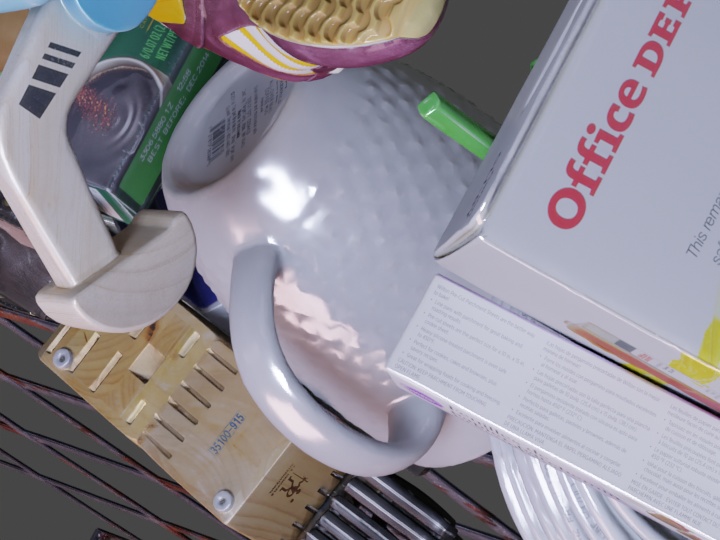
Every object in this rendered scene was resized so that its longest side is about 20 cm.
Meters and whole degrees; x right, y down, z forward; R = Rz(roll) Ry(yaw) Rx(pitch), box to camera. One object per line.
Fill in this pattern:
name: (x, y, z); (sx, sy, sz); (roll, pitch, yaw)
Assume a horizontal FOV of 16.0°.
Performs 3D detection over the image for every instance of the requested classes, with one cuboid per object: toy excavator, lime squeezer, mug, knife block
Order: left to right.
toy excavator: (-0.114, -0.102, 0.945); (0.194, 0.200, 0.100); (36, 165, -28)
knife block: (-0.039, 0.091, 1.226); (0.200, 0.064, 0.176); (38, 178, 30)
mug: (0.000, 0.000, 1.125); (0.148, 0.200, 0.175); (-28, 126, 37)
lime squeezer: (0.071, -0.046, 0.957); (0.038, 0.071, 0.200); (-20, -178, 18)

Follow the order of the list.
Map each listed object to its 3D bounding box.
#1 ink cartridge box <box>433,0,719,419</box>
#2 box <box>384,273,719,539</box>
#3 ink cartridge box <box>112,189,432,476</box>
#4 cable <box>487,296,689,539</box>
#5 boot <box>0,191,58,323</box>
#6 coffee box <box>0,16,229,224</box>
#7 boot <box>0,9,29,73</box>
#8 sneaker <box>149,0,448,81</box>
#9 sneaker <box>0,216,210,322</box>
ink cartridge box: (0.146, -0.022, 0.861); (0.200, 0.145, 0.083); (29, 169, -6)
box: (0.105, 0.065, 0.873); (0.200, 0.041, 0.039); (26, 173, 13)
ink cartridge box: (-0.050, -0.005, 1.301); (0.200, 0.043, 0.196); (40, -170, -30)
cable: (0.136, 0.058, 1.066); (0.069, 0.200, 0.200); (-21, 93, 46)
boot: (-0.207, -0.025, 1.182); (0.174, 0.069, 0.200); (31, 163, -8)
coffee box: (-0.160, -0.108, 1.186); (0.200, 0.123, 0.044); (22, 167, 28)
boot: (-0.175, -0.171, 1.027); (0.200, 0.175, 0.066); (6, -153, -47)
sneaker: (-0.017, -0.113, 1.021); (0.090, 0.075, 0.200); (28, 176, -40)
sneaker: (-0.194, -0.012, 1.723); (0.200, 0.074, 0.089); (7, 157, 32)
